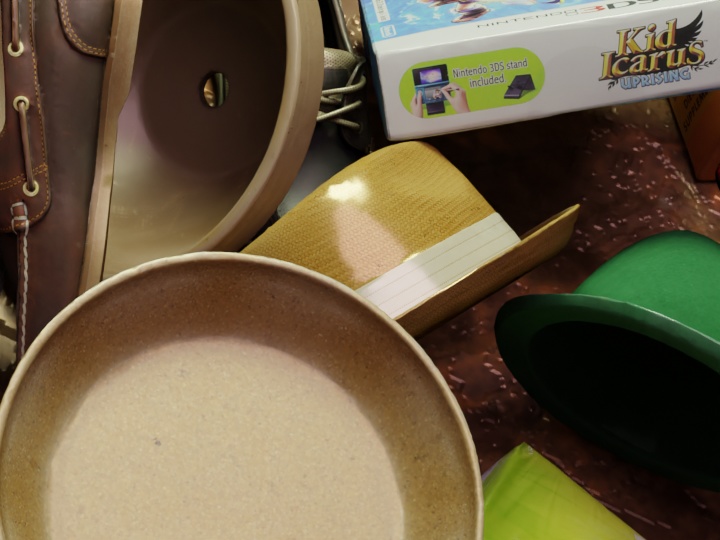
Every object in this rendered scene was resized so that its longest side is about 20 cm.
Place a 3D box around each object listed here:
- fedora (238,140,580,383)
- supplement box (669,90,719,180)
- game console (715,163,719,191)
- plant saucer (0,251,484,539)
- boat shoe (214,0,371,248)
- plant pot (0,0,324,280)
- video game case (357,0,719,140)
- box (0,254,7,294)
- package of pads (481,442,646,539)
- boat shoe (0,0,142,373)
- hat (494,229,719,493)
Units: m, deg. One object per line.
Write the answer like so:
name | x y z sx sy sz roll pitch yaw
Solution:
fedora | 0.000 0.000 1.247 0.200 0.201 0.082 -30 88 -32
supplement box | 0.186 -0.149 1.492 0.069 0.067 0.201 -4 60 -19
game console | 0.254 0.033 1.354 0.200 0.031 0.177 19 43 -58
plant saucer | -0.051 0.092 1.107 0.199 0.035 0.201 7 66 -15
boat shoe | -0.034 -0.082 1.364 0.074 0.073 0.201 -4 60 -22
plant pot | -0.091 -0.089 1.309 0.201 0.201 0.093 58 22 20
video game case | 0.093 -0.118 1.342 0.180 0.046 0.200 -9 16 -1
box | -0.249 0.063 1.209 0.158 0.048 0.201 16 55 -9
package of pads | 0.066 0.188 1.229 0.154 0.068 0.200 38 54 6
boat shoe | -0.140 -0.047 1.227 0.070 0.070 0.201 6 93 -12
hat | 0.169 -0.007 1.316 0.165 0.200 0.176 37 68 -19
